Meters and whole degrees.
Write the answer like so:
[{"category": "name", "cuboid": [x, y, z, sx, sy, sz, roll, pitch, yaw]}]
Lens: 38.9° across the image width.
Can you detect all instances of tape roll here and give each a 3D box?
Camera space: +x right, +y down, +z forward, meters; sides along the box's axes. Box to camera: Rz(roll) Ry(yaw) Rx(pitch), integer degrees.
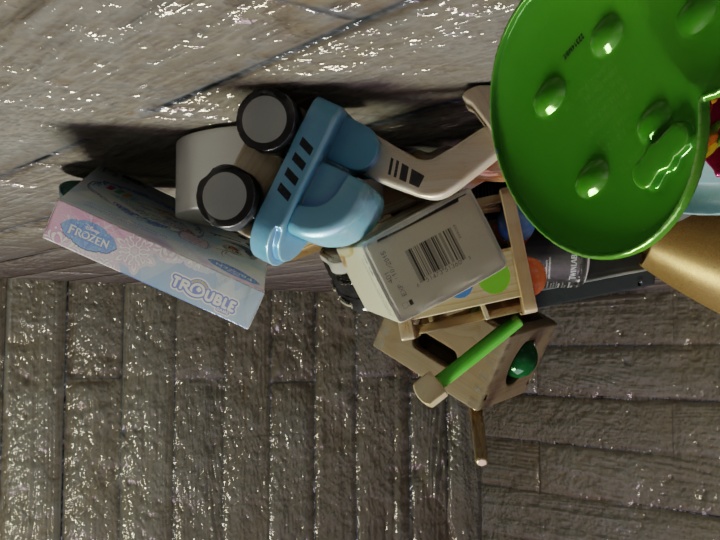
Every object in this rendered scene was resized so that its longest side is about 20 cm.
[{"category": "tape roll", "cuboid": [-0.076, -0.084, 0.967, 0.200, 0.072, 0.202, 1, 175, 0]}]

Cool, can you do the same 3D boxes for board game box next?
[{"category": "board game box", "cuboid": [-0.187, -0.029, 0.990, 0.198, 0.044, 0.199, 25, -169, -9]}]

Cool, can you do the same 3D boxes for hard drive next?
[{"category": "hard drive", "cuboid": [0.243, -0.003, 1.269, 0.198, 0.033, 0.140, -10, -155, -13]}]

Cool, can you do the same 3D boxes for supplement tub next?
[{"category": "supplement tub", "cuboid": [0.160, -0.041, 1.177, 0.197, 0.124, 0.123, 0, 176, 6]}]

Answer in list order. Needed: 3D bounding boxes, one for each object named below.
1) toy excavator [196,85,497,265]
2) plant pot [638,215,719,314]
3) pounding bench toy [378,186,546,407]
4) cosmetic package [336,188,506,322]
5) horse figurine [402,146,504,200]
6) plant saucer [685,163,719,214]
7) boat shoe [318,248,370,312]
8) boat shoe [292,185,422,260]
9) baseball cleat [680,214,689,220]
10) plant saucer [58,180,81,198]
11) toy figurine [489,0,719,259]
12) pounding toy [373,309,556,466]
[{"category": "toy excavator", "cuboid": [0.005, -0.076, 0.784, 0.198, 0.196, 0.100, 28, -179, 12]}, {"category": "plant pot", "cuboid": [0.432, -0.025, 1.177, 0.198, 0.189, 0.186, 13, 177, 6]}, {"category": "pounding bench toy", "cuboid": [0.117, 0.030, 1.054, 0.154, 0.203, 0.124, -11, 176, 6]}, {"category": "cosmetic package", "cuboid": [0.046, -0.013, 0.890, 0.104, 0.072, 0.200, -28, -176, -8]}, {"category": "horse figurine", "cuboid": [0.095, -0.096, 0.954, 0.198, 0.051, 0.132, -7, 178, 40]}, {"category": "plant saucer", "cuboid": [0.256, -0.094, 0.731, 0.197, 0.028, 0.201, 7, 158, 3]}, {"category": "boat shoe", "cuboid": [0.000, 0.000, 1.092, 0.073, 0.061, 0.200, -18, -172, -3]}, {"category": "boat shoe", "cuboid": [-0.009, -0.075, 1.096, 0.198, 0.070, 0.074, -21, 175, -3]}, {"category": "baseball cleat", "cuboid": [0.250, -0.078, 1.042, 0.198, 0.071, 0.106, -2, 175, 20]}, {"category": "plant saucer", "cuboid": [-0.242, -0.047, 1.133, 0.198, 0.028, 0.200, 24, -168, -5]}, {"category": "toy figurine", "cuboid": [0.198, -0.109, 0.551, 0.182, 0.151, 0.200, -13, 158, -32]}, {"category": "pounding toy", "cuboid": [0.131, 0.106, 1.231, 0.199, 0.143, 0.183, 31, -162, 26]}]
